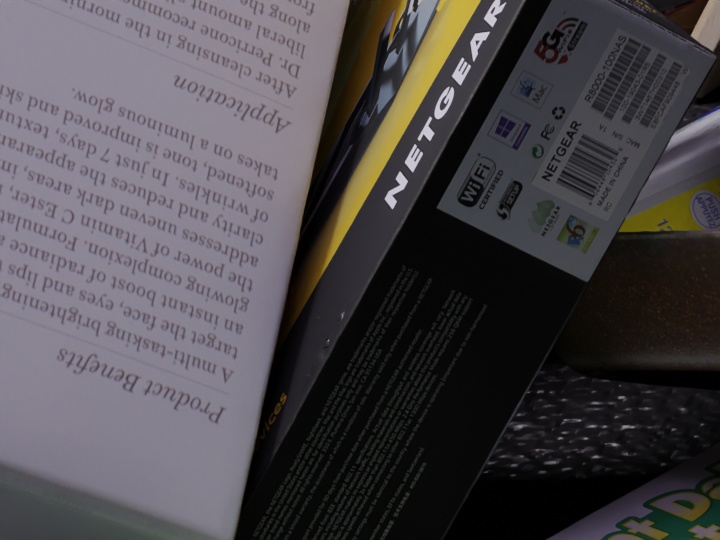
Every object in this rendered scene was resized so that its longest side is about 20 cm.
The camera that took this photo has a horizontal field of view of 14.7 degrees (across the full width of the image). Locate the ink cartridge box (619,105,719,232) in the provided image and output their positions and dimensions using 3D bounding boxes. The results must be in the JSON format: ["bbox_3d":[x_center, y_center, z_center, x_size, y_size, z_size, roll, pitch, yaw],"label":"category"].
[{"bbox_3d":[0.170,-0.056,0.869,0.197,0.047,0.200,-29,4,-41],"label":"ink cartridge box"}]

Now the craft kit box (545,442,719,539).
[{"bbox_3d":[0.109,0.102,0.614,0.199,0.049,0.197,-25,24,-33],"label":"craft kit box"}]

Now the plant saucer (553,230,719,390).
[{"bbox_3d":[0.134,0.015,0.734,0.199,0.035,0.200,4,-5,0],"label":"plant saucer"}]

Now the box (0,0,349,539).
[{"bbox_3d":[-0.088,-0.023,0.716,0.106,0.201,0.152,21,-22,-22],"label":"box"}]

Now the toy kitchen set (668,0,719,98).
[{"bbox_3d":[0.130,-0.106,0.971,0.163,0.181,0.200,38,41,16],"label":"toy kitchen set"}]

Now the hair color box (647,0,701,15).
[{"bbox_3d":[0.120,-0.161,0.759,0.061,0.102,0.200,-19,19,45],"label":"hair color box"}]

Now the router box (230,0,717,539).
[{"bbox_3d":[0.000,0.000,0.720,0.052,0.201,0.157,25,12,-19],"label":"router box"}]
